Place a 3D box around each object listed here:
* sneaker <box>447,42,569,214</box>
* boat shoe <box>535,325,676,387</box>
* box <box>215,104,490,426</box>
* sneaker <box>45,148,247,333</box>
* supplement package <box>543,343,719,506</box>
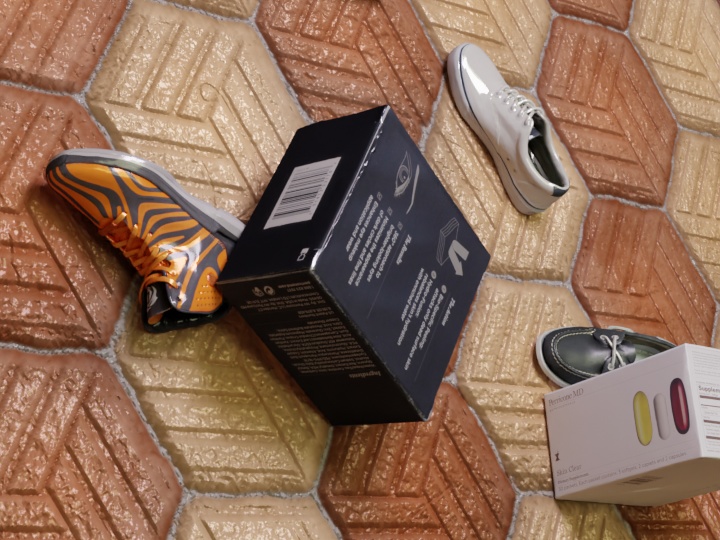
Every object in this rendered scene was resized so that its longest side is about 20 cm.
[{"bbox_3d":[0.166,-0.161,1.543,0.073,0.070,0.202,-33,94,-42],"label":"sneaker"},{"bbox_3d":[0.273,0.092,1.533,0.198,0.060,0.077,7,68,-37],"label":"boat shoe"},{"bbox_3d":[0.000,0.000,1.278,0.201,0.116,0.198,52,46,-32],"label":"box"},{"bbox_3d":[-0.179,-0.019,1.198,0.198,0.077,0.113,26,56,-29],"label":"sneaker"},{"bbox_3d":[0.310,0.160,1.439,0.154,0.199,0.113,11,65,-35],"label":"supplement package"}]
